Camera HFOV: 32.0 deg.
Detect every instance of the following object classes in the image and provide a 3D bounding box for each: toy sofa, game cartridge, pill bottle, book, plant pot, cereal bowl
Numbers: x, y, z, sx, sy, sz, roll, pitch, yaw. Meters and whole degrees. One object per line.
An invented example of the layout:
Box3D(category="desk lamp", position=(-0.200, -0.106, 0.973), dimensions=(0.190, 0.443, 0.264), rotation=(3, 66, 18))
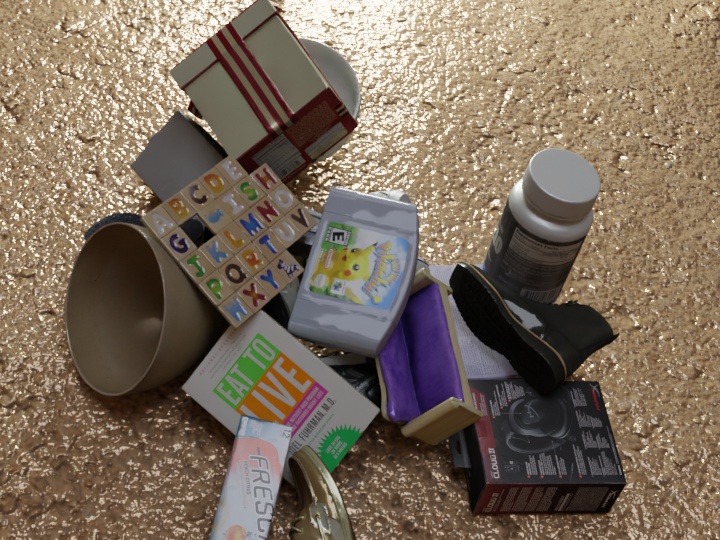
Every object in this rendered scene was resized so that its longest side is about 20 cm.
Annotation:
Box3D(category="toy sofa", position=(0.073, 0.100, 1.530), dimensions=(0.097, 0.082, 0.202), rotation=(30, 38, -42))
Box3D(category="game cartridge", position=(0.000, 0.000, 1.534), dimensions=(0.131, 0.041, 0.203), rotation=(14, 70, 6))
Box3D(category="pill bottle", position=(0.233, -0.051, 1.618), dimensions=(0.112, 0.201, 0.115), rotation=(8, 46, -8))
Box3D(category="book", position=(-0.094, 0.152, 1.476), dimensions=(0.199, 0.048, 0.134), rotation=(39, 87, 3))
Box3D(category="plant pot", position=(-0.245, 0.049, 1.512), dimensions=(0.133, 0.201, 0.201), rotation=(6, 42, -47))
Box3D(category="cereal bowl", position=(-0.097, -0.232, 1.818), dimensions=(0.197, 0.084, 0.203), rotation=(0, 65, 1))

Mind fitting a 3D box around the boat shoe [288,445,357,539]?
Box3D(category="boat shoe", position=(-0.045, 0.294, 1.393), dimensions=(0.066, 0.074, 0.202), rotation=(-17, 69, -18))

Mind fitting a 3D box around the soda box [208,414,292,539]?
Box3D(category="soda box", position=(-0.127, 0.267, 1.382), dimensions=(0.063, 0.069, 0.203), rotation=(13, 66, -1))

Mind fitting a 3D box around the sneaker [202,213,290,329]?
Box3D(category="sneaker", position=(-0.146, 0.024, 1.546), dimensions=(0.074, 0.106, 0.202), rotation=(-23, 87, 8))

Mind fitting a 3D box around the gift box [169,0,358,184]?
Box3D(category="gift box", position=(-0.132, -0.230, 1.679), dimensions=(0.184, 0.200, 0.188), rotation=(-35, 73, 0))

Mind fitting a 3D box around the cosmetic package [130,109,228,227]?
Box3D(category="cosmetic package", position=(-0.203, -0.106, 1.676), dimensions=(0.107, 0.090, 0.200), rotation=(-45, 64, 6))

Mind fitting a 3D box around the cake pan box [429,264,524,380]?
Box3D(category="cake pan box", position=(0.156, 0.074, 1.659), dimensions=(0.181, 0.053, 0.202), rotation=(-1, 51, -17))

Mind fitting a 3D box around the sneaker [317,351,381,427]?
Box3D(category="sneaker", position=(-0.023, 0.153, 1.536), dimensions=(0.198, 0.076, 0.088), rotation=(-15, 61, -24))

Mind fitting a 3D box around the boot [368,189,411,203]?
Box3D(category="boot", position=(0.002, -0.019, 1.699), dimensions=(0.094, 0.074, 0.202), rotation=(1, 56, 27))

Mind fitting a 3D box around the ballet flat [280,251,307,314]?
Box3D(category="ballet flat", position=(-0.099, 0.008, 1.642), dimensions=(0.066, 0.067, 0.202), rotation=(11, 49, -2))

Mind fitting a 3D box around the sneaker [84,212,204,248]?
Box3D(category="sneaker", position=(-0.271, -0.023, 1.621), dimensions=(0.198, 0.083, 0.070), rotation=(9, 48, 35))

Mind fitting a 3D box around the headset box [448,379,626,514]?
Box3D(category="headset box", position=(0.206, 0.215, 1.534), dimensions=(0.197, 0.078, 0.150), rotation=(0, 50, -12))

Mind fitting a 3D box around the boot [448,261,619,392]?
Box3D(category="boot", position=(0.219, 0.052, 1.596), dimensions=(0.137, 0.078, 0.201), rotation=(-26, 66, -33))

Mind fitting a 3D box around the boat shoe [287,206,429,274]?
Box3D(category="boat shoe", position=(-0.002, -0.046, 1.611), dimensions=(0.199, 0.075, 0.087), rotation=(14, 70, 7))

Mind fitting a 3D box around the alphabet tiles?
Box3D(category="alphabet tiles", position=(-0.141, -0.046, 1.493), dimensions=(0.167, 0.008, 0.200), rotation=(48, 48, 0))
